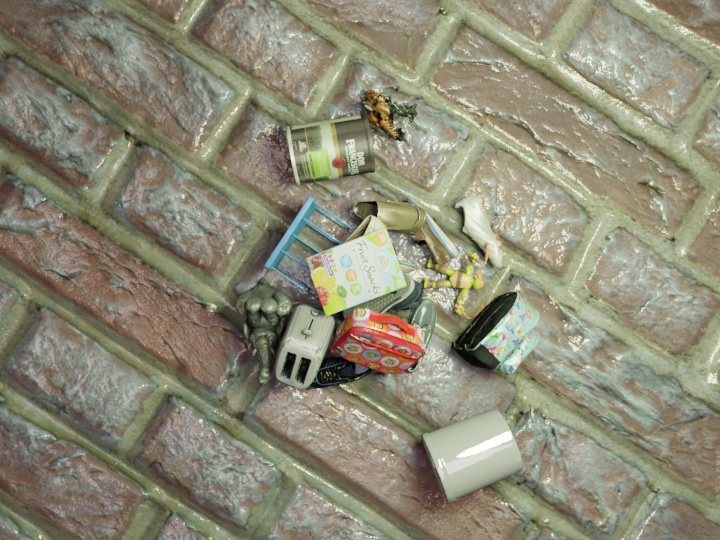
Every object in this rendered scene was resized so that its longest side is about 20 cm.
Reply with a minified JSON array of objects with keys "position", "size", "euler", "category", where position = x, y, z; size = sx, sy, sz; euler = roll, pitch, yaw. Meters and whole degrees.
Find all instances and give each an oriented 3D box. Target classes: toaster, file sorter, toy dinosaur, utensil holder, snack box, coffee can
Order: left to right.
[{"position":[-0.139,0.188,1.302],"size":[0.113,0.130,0.201],"euler":[21,130,-1],"category":"toaster"},{"position":[-0.126,-0.061,1.347],"size":[0.122,0.139,0.201],"euler":[33,89,-2],"category":"file sorter"},{"position":[-0.072,-0.300,1.347],"size":[0.198,0.146,0.148],"euler":[-10,90,-1],"category":"coffee can"},{"position":[-0.010,0.002,1.251],"size":[0.199,0.053,0.143],"euler":[-20,94,5],"category":"snack box"},{"position":[0.062,-0.379,1.352],"size":[0.135,0.102,0.201],"euler":[17,57,-27],"category":"toy dinosaur"},{"position":[0.272,0.451,1.338],"size":[0.199,0.170,0.171],"euler":[-20,90,-4],"category":"utensil holder"}]

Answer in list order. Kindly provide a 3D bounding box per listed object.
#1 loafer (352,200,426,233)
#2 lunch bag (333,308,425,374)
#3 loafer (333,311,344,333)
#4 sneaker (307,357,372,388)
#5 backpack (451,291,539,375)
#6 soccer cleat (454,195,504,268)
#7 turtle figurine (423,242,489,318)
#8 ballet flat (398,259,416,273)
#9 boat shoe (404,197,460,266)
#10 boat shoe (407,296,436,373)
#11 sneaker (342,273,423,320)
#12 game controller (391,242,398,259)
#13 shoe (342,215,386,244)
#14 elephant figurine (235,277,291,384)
[{"position":[0.065,-0.136,1.353],"size":[0.199,0.067,0.077],"euler":[6,91,25],"category":"loafer"},{"position":[0.050,0.162,1.280],"size":[0.199,0.176,0.082],"euler":[20,50,-16],"category":"lunch bag"},{"position":[-0.075,0.122,1.380],"size":[0.199,0.068,0.071],"euler":[-4,99,2],"category":"loafer"},{"position":[-0.059,0.254,1.374],"size":[0.199,0.078,0.071],"euler":[-18,90,-2],"category":"sneaker"},{"position":[0.346,0.152,1.338],"size":[0.150,0.178,0.200],"euler":[37,79,-4],"category":"backpack"},{"position":[0.306,-0.095,1.396],"size":[0.077,0.069,0.201],"euler":[-21,83,4],"category":"soccer cleat"},{"position":[0.248,0.013,1.390],"size":[0.160,0.064,0.202],"euler":[13,104,9],"category":"turtle figurine"},{"position":[0.042,-0.010,1.391],"size":[0.199,0.068,0.068],"euler":[17,93,9],"category":"ballet flat"},{"position":[0.162,-0.098,1.369],"size":[0.072,0.072,0.200],"euler":[-41,66,8],"category":"boat shoe"},{"position":[0.151,0.167,1.388],"size":[0.072,0.062,0.201],"euler":[18,89,-1],"category":"boat shoe"},{"position":[0.065,0.082,1.358],"size":[0.201,0.146,0.077],"euler":[-28,72,17],"category":"sneaker"},{"position":[0.000,0.000,1.333],"size":[0.199,0.042,0.105],"euler":[-27,50,18],"category":"game controller"},{"position":[-0.024,-0.054,1.316],"size":[0.200,0.053,0.070],"euler":[-45,46,6],"category":"shoe"},{"position":[-0.242,0.148,1.354],"size":[0.141,0.155,0.201],"euler":[17,119,32],"category":"elephant figurine"}]
